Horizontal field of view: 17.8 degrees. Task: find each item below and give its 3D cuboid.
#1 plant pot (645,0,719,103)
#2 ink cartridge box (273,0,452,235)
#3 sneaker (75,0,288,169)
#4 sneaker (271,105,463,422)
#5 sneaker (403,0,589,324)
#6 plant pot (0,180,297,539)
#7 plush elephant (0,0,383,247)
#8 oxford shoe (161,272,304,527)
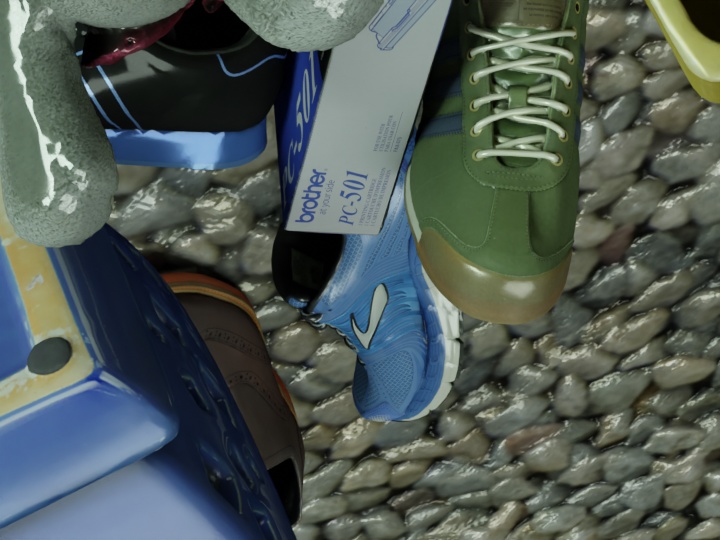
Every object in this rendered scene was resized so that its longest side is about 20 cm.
[{"bbox_3d":[0.161,-0.176,0.836,0.194,0.196,0.200,-28,171,3],"label":"plant pot"},{"bbox_3d":[0.003,-0.112,0.900,0.044,0.094,0.200,3,140,-12],"label":"ink cartridge box"},{"bbox_3d":[-0.124,-0.081,0.903,0.200,0.070,0.078,-7,129,-25],"label":"sneaker"},{"bbox_3d":[0.000,0.000,1.093,0.089,0.079,0.200,-10,137,-9],"label":"sneaker"},{"bbox_3d":[0.056,-0.079,0.909,0.067,0.200,0.090,6,133,-2],"label":"sneaker"},{"bbox_3d":[-0.148,0.073,0.855,0.200,0.200,0.180,-26,137,-2],"label":"plant pot"},{"bbox_3d":[-0.069,-0.125,0.801,0.165,0.200,0.155,-43,166,28],"label":"plush elephant"},{"bbox_3d":[-0.068,0.066,1.131,0.071,0.073,0.200,-28,147,6],"label":"oxford shoe"}]
